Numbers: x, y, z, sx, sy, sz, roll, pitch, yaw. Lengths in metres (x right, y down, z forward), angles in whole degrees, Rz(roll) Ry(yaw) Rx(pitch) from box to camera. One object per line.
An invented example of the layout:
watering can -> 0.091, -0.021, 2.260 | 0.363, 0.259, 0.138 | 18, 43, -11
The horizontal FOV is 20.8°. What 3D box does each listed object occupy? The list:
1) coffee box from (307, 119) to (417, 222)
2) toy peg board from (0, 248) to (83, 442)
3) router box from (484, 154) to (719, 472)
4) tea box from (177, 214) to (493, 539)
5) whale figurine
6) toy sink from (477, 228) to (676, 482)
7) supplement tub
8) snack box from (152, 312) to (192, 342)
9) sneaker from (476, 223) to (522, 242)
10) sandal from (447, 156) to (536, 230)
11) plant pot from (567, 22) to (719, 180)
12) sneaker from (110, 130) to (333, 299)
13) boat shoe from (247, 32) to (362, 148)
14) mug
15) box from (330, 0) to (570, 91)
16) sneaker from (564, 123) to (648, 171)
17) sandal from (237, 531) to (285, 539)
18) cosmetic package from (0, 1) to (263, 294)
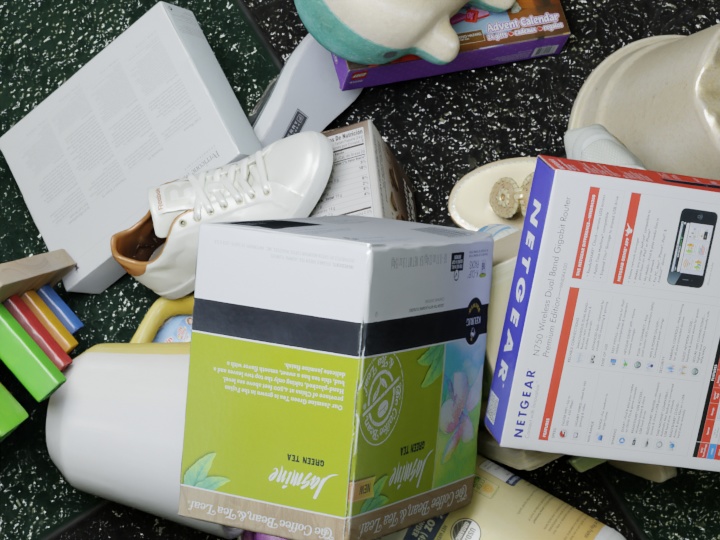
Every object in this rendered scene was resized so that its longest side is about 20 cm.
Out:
coffee box -> 0.000, 0.000, 1.536 | 0.079, 0.113, 0.202 | -15, 58, 15
toy peg board -> -0.296, 0.091, 1.513 | 0.200, 0.199, 0.098 | -41, 88, 9
router box -> 0.193, 0.031, 1.370 | 0.178, 0.049, 0.202 | 8, 104, -13
tea box -> -0.013, 0.068, 1.327 | 0.133, 0.200, 0.199 | 8, 97, 27
whale figurine -> 0.031, -0.226, 1.565 | 0.199, 0.104, 0.160 | -12, 70, -42
toy sink -> 0.134, 0.080, 1.472 | 0.111, 0.130, 0.202 | -24, 97, -11
supplement tub -> 0.114, 0.233, 1.460 | 0.199, 0.145, 0.145 | 28, 78, 14
snack box -> -0.144, 0.075, 1.601 | 0.200, 0.024, 0.072 | -40, 73, -6
sneaker -> 0.093, 0.062, 1.565 | 0.071, 0.072, 0.202 | 17, 87, -17
sandal -> 0.173, -0.059, 1.582 | 0.210, 0.070, 0.078 | 9, 74, 9
plant pot -> 0.281, -0.110, 1.494 | 0.198, 0.183, 0.203 | 3, 78, -14
sneaker -> -0.111, -0.048, 1.512 | 0.199, 0.084, 0.073 | -36, 48, 24
boat shoe -> -0.061, -0.132, 1.637 | 0.056, 0.069, 0.201 | 5, 57, 53
mug -> -0.151, 0.115, 1.527 | 0.152, 0.187, 0.151 | 7, 109, 15
box -> 0.061, -0.233, 1.635 | 0.198, 0.039, 0.138 | -12, 71, -16
sneaker -> 0.197, -0.038, 1.471 | 0.075, 0.201, 0.092 | -23, 54, -2
sandal -> -0.021, 0.156, 1.549 | 0.082, 0.050, 0.203 | 32, 79, 15
cosmetic package -> -0.189, -0.098, 1.606 | 0.199, 0.052, 0.152 | -36, 68, 23
